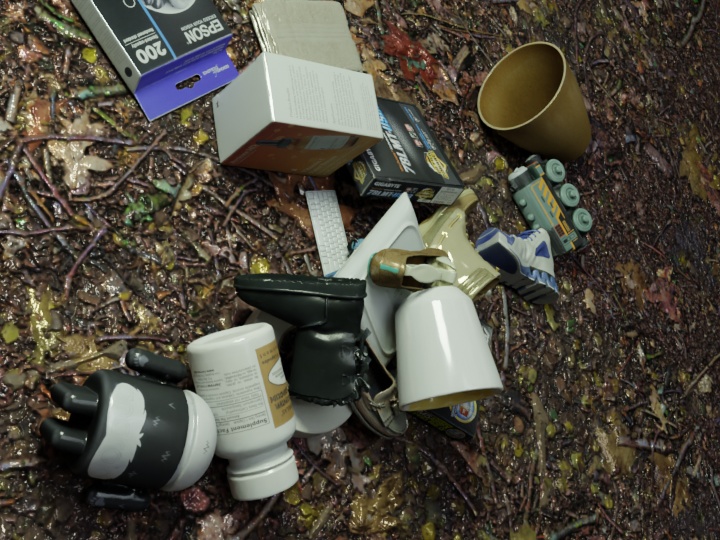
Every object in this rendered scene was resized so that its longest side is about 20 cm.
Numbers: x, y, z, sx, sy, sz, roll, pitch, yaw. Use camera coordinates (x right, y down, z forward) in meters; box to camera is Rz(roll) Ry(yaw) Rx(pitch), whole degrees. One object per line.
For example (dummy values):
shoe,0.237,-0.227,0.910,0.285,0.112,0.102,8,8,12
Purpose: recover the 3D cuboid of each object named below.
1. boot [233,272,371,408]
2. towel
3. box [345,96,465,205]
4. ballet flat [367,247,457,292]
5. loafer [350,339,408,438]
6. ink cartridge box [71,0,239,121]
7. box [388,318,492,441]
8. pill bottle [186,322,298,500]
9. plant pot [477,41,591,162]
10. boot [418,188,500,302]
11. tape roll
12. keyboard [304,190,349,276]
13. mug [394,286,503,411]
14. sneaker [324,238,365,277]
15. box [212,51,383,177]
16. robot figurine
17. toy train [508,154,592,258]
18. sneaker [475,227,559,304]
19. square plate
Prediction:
boot,-0.077,0.090,1.257,0.073,0.195,0.165,-38,132,-77
towel,-0.086,-0.373,1.536,0.198,0.034,0.134,-12,82,-43
box,0.049,-0.198,1.523,0.197,0.050,0.202,5,48,-40
ballet flat,0.092,0.001,1.342,0.199,0.072,0.069,7,95,-54
loafer,0.016,0.158,1.330,0.201,0.062,0.072,55,42,-22
ink cartridge box,-0.279,-0.339,1.355,0.198,0.043,0.201,-39,100,-43
box,0.126,0.143,1.493,0.159,0.044,0.202,33,54,-24
pill bottle,-0.142,0.177,1.194,0.114,0.113,0.203,-18,98,-42
plant pot,0.352,-0.295,1.790,0.199,0.185,0.189,34,52,-40
boot,0.172,-0.036,1.549,0.155,0.073,0.200,39,50,13
tape roll,-0.083,0.131,1.328,0.201,0.037,0.206,17,63,-35
keyboard,-0.040,-0.027,1.446,0.056,0.011,0.203,-3,74,-41
mug,0.106,0.114,1.352,0.147,0.186,0.155,-3,74,-26
sneaker,0.000,0.000,1.422,0.090,0.079,0.199,40,35,22
box,-0.093,-0.222,1.387,0.198,0.152,0.108,2,71,-39
robot figurine,-0.264,0.186,1.098,0.198,0.151,0.126,19,33,-32
toy train,0.352,-0.116,1.769,0.113,0.085,0.202,-32,94,-33
sneaker,0.280,-0.032,1.680,0.198,0.080,0.117,34,50,-33
square plate,0.048,0.025,1.376,0.200,0.028,0.200,-50,135,-32
